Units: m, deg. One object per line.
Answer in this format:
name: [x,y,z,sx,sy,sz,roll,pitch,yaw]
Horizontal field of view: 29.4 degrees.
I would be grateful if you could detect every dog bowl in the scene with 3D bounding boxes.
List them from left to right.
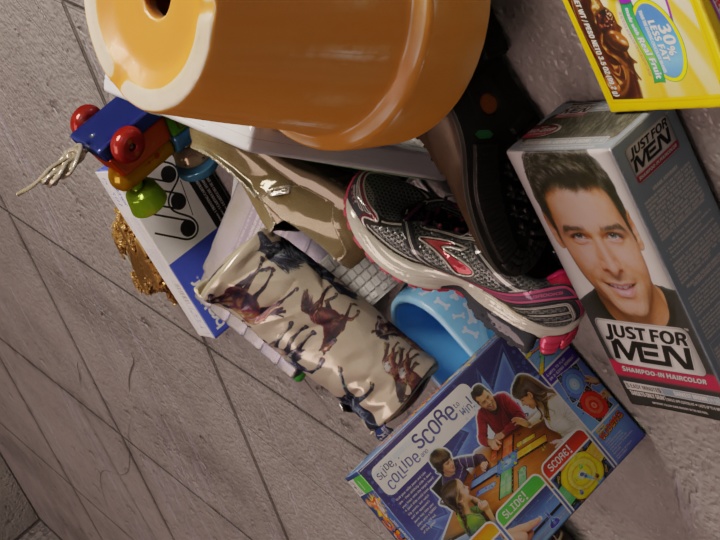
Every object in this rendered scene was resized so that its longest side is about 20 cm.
dog bowl: [0.101,0.078,1.125,0.200,0.049,0.112,49,156,6]

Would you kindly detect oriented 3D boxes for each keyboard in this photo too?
keyboard: [0.000,0.000,1.126,0.056,0.011,0.200,47,126,-1]

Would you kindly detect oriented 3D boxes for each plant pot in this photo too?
plant pot: [-0.055,-0.164,0.810,0.199,0.182,0.204,15,112,43]

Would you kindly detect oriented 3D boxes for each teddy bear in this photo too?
teddy bear: [-0.230,-0.019,1.562,0.146,0.066,0.200,59,162,4]

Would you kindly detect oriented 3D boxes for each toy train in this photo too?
toy train: [-0.219,-0.093,1.264,0.084,0.200,0.117,27,152,41]

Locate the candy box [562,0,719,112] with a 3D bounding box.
candy box: [0.138,-0.177,0.734,0.102,0.026,0.202,5,129,54]

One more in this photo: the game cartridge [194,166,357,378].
game cartridge: [-0.064,-0.020,1.186,0.129,0.038,0.201,41,126,19]

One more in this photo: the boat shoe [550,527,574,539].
boat shoe: [0.159,0.263,1.252,0.199,0.074,0.074,26,147,41]

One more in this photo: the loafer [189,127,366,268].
loafer: [-0.064,-0.066,1.092,0.198,0.076,0.068,30,105,24]

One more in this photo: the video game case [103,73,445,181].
video game case: [-0.060,-0.107,1.010,0.181,0.198,0.022,26,105,43]

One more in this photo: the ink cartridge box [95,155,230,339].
ink cartridge box: [-0.170,-0.041,1.375,0.044,0.094,0.202,5,130,59]

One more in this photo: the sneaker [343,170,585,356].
sneaker: [0.079,-0.023,0.993,0.198,0.081,0.075,29,138,15]

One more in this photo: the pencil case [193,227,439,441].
pencil case: [-0.037,0.049,1.112,0.199,0.078,0.090,38,112,-5]

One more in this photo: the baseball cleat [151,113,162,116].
baseball cleat: [-0.165,-0.169,1.142,0.106,0.070,0.200,44,-177,25]

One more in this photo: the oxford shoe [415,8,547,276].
oxford shoe: [0.073,-0.092,0.918,0.084,0.072,0.203,6,118,60]

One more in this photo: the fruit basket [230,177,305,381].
fruit basket: [-0.056,-0.002,1.269,0.185,0.093,0.202,40,138,21]

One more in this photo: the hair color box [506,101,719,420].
hair color box: [0.180,-0.006,0.857,0.099,0.060,0.202,6,129,58]

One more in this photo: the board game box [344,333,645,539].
board game box: [0.103,0.138,1.021,0.136,0.199,0.034,49,156,2]
